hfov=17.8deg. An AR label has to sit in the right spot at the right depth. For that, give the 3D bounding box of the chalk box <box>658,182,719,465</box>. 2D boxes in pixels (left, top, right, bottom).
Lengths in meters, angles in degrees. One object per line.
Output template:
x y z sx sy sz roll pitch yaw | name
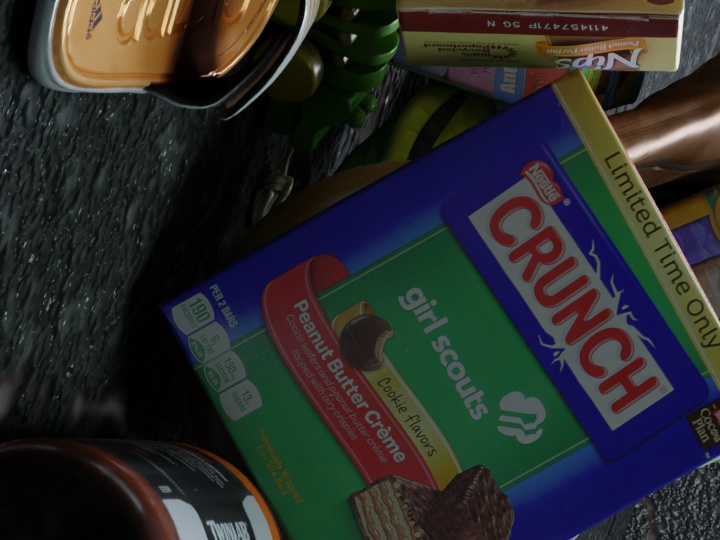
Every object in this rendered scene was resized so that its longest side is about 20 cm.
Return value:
0.184 0.028 1.153 0.124 0.199 0.124 22 47 -76 | chalk box

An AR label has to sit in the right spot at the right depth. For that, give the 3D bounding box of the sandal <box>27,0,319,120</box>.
-0.053 -0.089 0.834 0.207 0.059 0.079 -33 141 -67 | sandal

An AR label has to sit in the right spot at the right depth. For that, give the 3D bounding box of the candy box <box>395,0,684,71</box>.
0.079 -0.184 0.964 0.055 0.115 0.201 77 16 -69 | candy box

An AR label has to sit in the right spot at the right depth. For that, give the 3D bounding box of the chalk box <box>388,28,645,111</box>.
0.073 -0.148 1.089 0.200 0.124 0.125 -27 135 -70 | chalk box

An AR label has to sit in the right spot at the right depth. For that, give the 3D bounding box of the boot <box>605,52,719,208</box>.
0.127 -0.042 1.122 0.200 0.069 0.188 -27 178 -40 | boot

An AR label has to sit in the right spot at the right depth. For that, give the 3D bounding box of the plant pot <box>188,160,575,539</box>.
0.022 0.052 1.015 0.027 0.199 0.201 -28 137 -88 | plant pot

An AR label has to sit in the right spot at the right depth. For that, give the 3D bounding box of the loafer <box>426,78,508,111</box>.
0.100 -0.030 1.269 0.068 0.070 0.201 -113 180 -78 | loafer

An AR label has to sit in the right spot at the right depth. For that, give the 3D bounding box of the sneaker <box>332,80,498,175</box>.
0.000 0.000 1.104 0.200 0.074 0.084 -54 -169 -8 | sneaker

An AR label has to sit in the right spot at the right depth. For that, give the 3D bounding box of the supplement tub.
-0.090 0.117 0.879 0.200 0.107 0.107 17 93 -76 | supplement tub

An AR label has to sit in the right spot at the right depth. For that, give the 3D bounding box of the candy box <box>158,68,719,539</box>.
0.045 0.038 0.962 0.200 0.169 0.077 -30 180 1 | candy box

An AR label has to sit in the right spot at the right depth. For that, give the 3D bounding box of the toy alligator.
-0.011 -0.089 0.997 0.059 0.054 0.200 -54 158 -47 | toy alligator
